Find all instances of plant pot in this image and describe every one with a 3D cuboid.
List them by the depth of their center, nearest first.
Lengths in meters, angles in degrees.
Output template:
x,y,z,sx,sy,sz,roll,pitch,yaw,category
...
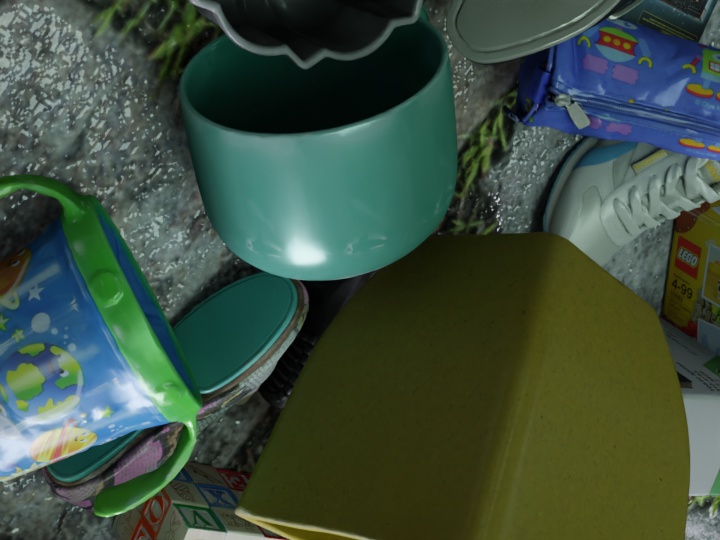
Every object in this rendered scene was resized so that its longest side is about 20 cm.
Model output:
x,y,z,sx,sy,sz,roll,pitch,yaw,category
0.080,0.090,0.805,0.193,0.194,0.202,33,67,-38,plant pot

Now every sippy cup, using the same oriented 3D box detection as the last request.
x,y,z,sx,sy,sz,roll,pitch,yaw,category
-0.174,0.048,0.756,0.129,0.179,0.140,-29,164,-4,sippy cup

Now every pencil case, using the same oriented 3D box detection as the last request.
x,y,z,sx,sy,sz,roll,pitch,yaw,category
0.196,-0.112,0.881,0.197,0.087,0.079,14,130,-4,pencil case

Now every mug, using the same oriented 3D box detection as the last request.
x,y,z,sx,sy,sz,roll,pitch,yaw,category
-0.006,-0.072,0.779,0.183,0.152,0.116,-23,128,-21,mug

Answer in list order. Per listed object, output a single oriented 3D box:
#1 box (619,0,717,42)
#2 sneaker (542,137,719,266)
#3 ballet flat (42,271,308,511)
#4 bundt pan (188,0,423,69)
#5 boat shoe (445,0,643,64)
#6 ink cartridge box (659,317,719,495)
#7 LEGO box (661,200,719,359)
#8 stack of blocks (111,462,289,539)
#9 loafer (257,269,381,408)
x,y,z,sx,sy,sz,roll,pitch,yaw,category
0.171,-0.236,0.880,0.198,0.038,0.138,15,105,-37,box
0.210,-0.071,0.963,0.200,0.081,0.077,-47,130,-2,sneaker
-0.109,0.078,0.854,0.199,0.069,0.071,-40,146,-4,ballet flat
-0.039,-0.213,0.722,0.200,0.075,0.205,-11,109,-34,bundt pan
0.140,-0.185,0.823,0.199,0.074,0.060,-38,166,-2,boat shoe
0.180,0.092,0.984,0.198,0.145,0.085,6,110,-34,ink cartridge box
0.321,0.047,1.015,0.076,0.200,0.151,-12,119,-27,LEGO box
-0.052,0.191,0.908,0.198,0.115,0.059,16,105,-36,stack of blocks
0.000,0.000,0.881,0.071,0.073,0.201,17,109,-47,loafer
